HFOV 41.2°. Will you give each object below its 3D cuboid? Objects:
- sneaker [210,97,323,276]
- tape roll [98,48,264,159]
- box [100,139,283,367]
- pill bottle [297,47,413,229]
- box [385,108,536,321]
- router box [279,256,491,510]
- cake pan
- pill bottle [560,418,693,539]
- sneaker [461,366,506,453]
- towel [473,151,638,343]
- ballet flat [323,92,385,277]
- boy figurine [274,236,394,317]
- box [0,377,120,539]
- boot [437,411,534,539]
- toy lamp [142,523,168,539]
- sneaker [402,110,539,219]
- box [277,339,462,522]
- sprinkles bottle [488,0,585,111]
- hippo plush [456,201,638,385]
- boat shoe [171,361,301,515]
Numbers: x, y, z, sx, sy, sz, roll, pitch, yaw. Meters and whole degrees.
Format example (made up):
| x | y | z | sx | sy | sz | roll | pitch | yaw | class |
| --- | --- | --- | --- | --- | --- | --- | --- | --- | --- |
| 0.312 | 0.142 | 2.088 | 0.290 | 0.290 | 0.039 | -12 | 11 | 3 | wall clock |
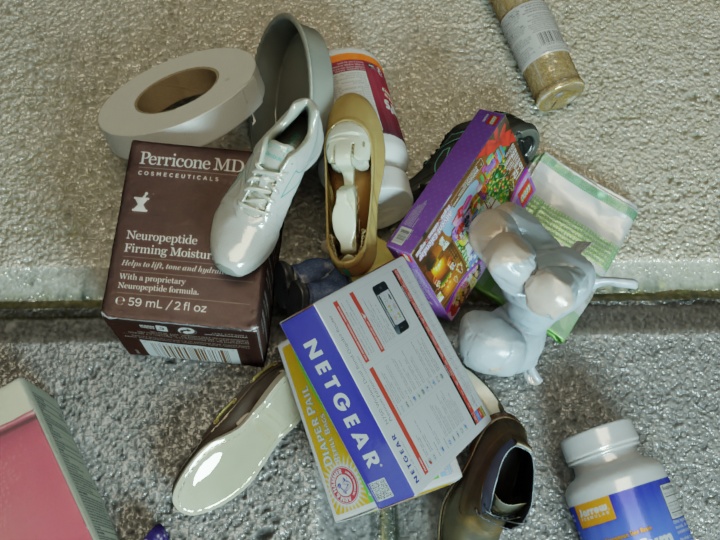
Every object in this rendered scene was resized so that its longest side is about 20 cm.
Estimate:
| x | y | z | sx | sy | sz | roll | pitch | yaw | class |
| --- | --- | --- | --- | --- | --- | --- | --- | --- | --- |
| -0.097 | -0.090 | 0.965 | 0.070 | 0.080 | 0.201 | 24 | 72 | 1 | sneaker |
| -0.210 | -0.199 | 1.130 | 0.201 | 0.037 | 0.204 | -13 | 36 | 9 | tape roll |
| -0.177 | -0.013 | 1.062 | 0.164 | 0.164 | 0.202 | 5 | 71 | -1 | box |
| -0.005 | -0.154 | 1.131 | 0.109 | 0.110 | 0.201 | -12 | 63 | -6 | pill bottle |
| 0.119 | -0.062 | 1.085 | 0.039 | 0.137 | 0.201 | 22 | 69 | 37 | box |
| 0.031 | 0.102 | 0.946 | 0.179 | 0.049 | 0.201 | -26 | 87 | -56 | router box |
| -0.082 | -0.197 | 1.121 | 0.036 | 0.200 | 0.202 | 0 | 70 | -26 | cake pan |
| 0.284 | 0.266 | 1.014 | 0.111 | 0.112 | 0.201 | -16 | 73 | -7 | pill bottle |
| 0.072 | 0.125 | 1.078 | 0.200 | 0.077 | 0.089 | 43 | 83 | 14 | sneaker |
| 0.231 | -0.032 | 1.155 | 0.148 | 0.031 | 0.201 | 30 | 73 | 9 | towel |
| -0.008 | -0.095 | 1.017 | 0.068 | 0.063 | 0.202 | -4 | 86 | 14 | ballet flat |
| 0.000 | 0.000 | 1.092 | 0.199 | 0.065 | 0.124 | -14 | 41 | -30 | boy figurine |
| -0.342 | 0.233 | 0.993 | 0.108 | 0.128 | 0.201 | -28 | 74 | -10 | box |
| 0.129 | 0.252 | 0.999 | 0.074 | 0.097 | 0.202 | 16 | 91 | -3 | boot |
| -0.144 | 0.341 | 1.004 | 0.199 | 0.058 | 0.058 | 32 | 73 | 10 | toy lamp |
| 0.121 | -0.128 | 1.173 | 0.199 | 0.076 | 0.079 | -30 | 47 | -6 | sneaker |
| 0.010 | 0.150 | 1.020 | 0.101 | 0.112 | 0.201 | -29 | 74 | 35 | box |
| 0.218 | -0.305 | 1.225 | 0.068 | 0.068 | 0.201 | -18 | 73 | -8 | sprinkles bottle |
| 0.170 | 0.031 | 1.068 | 0.159 | 0.199 | 0.161 | 46 | 119 | 25 | hippo plush |
| -0.134 | 0.181 | 1.055 | 0.200 | 0.059 | 0.072 | -47 | 119 | -12 | boat shoe |
